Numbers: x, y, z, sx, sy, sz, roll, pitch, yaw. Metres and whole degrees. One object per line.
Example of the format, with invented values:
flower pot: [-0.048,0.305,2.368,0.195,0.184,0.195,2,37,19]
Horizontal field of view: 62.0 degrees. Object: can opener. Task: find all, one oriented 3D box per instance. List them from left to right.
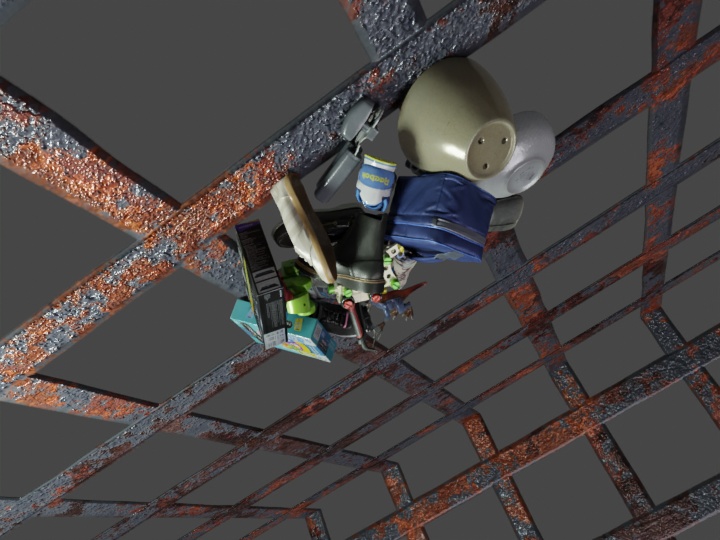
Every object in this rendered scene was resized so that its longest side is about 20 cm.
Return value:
can opener: [-0.030,-0.208,1.030,0.066,0.054,0.200,31,123,-18]

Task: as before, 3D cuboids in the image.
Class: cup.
cup: [0.179,-0.230,0.996,0.195,0.144,0.205,-15,128,-20]

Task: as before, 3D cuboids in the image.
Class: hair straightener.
hair straightener: [0.005,0.080,1.293,0.040,0.205,0.076,-21,-179,43]

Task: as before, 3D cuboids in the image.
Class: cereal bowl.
cereal bowl: [0.321,-0.223,1.240,0.195,0.085,0.202,-20,148,-13]

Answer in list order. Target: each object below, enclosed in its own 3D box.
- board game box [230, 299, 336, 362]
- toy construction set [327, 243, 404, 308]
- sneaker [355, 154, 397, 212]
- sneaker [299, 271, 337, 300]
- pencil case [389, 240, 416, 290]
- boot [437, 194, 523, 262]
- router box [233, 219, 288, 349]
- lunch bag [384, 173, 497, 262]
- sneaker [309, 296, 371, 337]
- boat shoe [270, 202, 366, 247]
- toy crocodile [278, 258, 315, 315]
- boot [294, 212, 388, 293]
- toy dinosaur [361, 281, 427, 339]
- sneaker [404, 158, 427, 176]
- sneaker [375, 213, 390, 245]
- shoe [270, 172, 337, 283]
board game box: [-0.165,0.133,1.307,0.194,0.048,0.152,11,157,21]
toy construction set: [0.000,0.000,1.212,0.193,0.093,0.135,-2,122,-1]
sneaker: [0.024,-0.147,1.059,0.072,0.085,0.200,13,-179,4]
sneaker: [-0.079,0.025,1.325,0.084,0.080,0.199,-19,152,24]
pencil case: [0.105,-0.047,1.324,0.077,0.090,0.202,-24,155,-41]
boot: [0.273,-0.101,1.414,0.196,0.074,0.183,-14,150,-35]
router box: [-0.187,0.030,1.141,0.051,0.160,0.202,-16,149,-15]
lunch bag: [0.128,-0.082,1.057,0.133,0.198,0.136,20,84,-32]
sneaker: [-0.074,0.102,1.322,0.194,0.073,0.099,13,176,12]
boat shoe: [-0.074,-0.078,1.163,0.196,0.062,0.073,-16,149,-19]
toy crocodile: [-0.130,0.033,1.164,0.060,0.200,0.070,-12,117,-14]
boot: [-0.031,-0.049,1.100,0.077,0.195,0.143,-11,111,-58]
toy dinosaur: [0.054,0.071,1.518,0.181,0.103,0.204,38,75,-45]
sneaker: [0.139,-0.177,1.176,0.112,0.076,0.203,-10,141,-24]
sneaker: [0.025,-0.043,1.304,0.080,0.072,0.204,-52,164,-48]
shoe: [-0.097,-0.068,1.047,0.052,0.205,0.070,-24,180,17]
